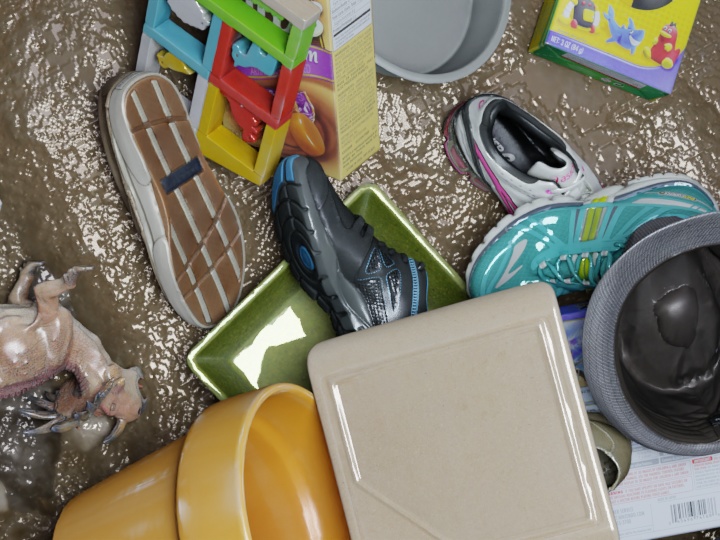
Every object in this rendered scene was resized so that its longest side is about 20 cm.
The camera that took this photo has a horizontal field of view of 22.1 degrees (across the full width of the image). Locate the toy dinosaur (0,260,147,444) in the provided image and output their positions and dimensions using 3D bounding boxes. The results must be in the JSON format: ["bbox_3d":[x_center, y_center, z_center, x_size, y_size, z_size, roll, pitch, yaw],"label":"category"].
[{"bbox_3d":[-0.255,0.063,1.339,0.199,0.086,0.137,-1,94,-7],"label":"toy dinosaur"}]

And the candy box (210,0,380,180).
[{"bbox_3d":[-0.050,-0.174,1.326,0.056,0.116,0.201,-40,140,-39],"label":"candy box"}]

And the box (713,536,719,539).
[{"bbox_3d":[0.315,0.253,1.420,0.199,0.142,0.079,-25,52,-13],"label":"box"}]

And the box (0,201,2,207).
[{"bbox_3d":[-0.375,-0.051,1.255,0.199,0.200,0.172,-36,97,-13],"label":"box"}]

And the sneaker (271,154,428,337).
[{"bbox_3d":[0.000,0.000,1.360,0.082,0.073,0.201,-29,103,-18],"label":"sneaker"}]

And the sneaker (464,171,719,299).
[{"bbox_3d":[0.173,-0.016,1.377,0.199,0.080,0.078,-20,123,4],"label":"sneaker"}]

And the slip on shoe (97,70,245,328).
[{"bbox_3d":[-0.147,-0.053,1.382,0.076,0.060,0.201,-34,114,-31],"label":"slip on shoe"}]

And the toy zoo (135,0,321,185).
[{"bbox_3d":[-0.104,-0.148,1.338,0.131,0.201,0.020,36,50,15],"label":"toy zoo"}]

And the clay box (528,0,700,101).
[{"bbox_3d":[0.221,-0.251,1.479,0.114,0.048,0.201,19,84,-12],"label":"clay box"}]

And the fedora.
[{"bbox_3d":[0.233,0.032,1.318,0.176,0.090,0.201,-24,118,-1],"label":"fedora"}]

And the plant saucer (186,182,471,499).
[{"bbox_3d":[0.000,0.071,1.411,0.200,0.048,0.200,-44,97,-11],"label":"plant saucer"}]

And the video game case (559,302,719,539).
[{"bbox_3d":[0.191,0.114,1.397,0.199,0.045,0.183,-9,98,-7],"label":"video game case"}]

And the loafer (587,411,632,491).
[{"bbox_3d":[0.102,0.131,1.330,0.199,0.067,0.077,-3,97,-3],"label":"loafer"}]

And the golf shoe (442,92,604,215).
[{"bbox_3d":[0.149,-0.057,1.431,0.200,0.092,0.073,41,79,-9],"label":"golf shoe"}]

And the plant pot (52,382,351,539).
[{"bbox_3d":[-0.108,0.199,1.299,0.182,0.200,0.201,-17,91,24],"label":"plant pot"}]

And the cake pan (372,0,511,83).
[{"bbox_3d":[0.030,-0.236,1.405,0.199,0.037,0.202,10,74,-36],"label":"cake pan"}]

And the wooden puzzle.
[{"bbox_3d":[0.071,0.125,1.290,0.184,0.037,0.201,-16,80,11],"label":"wooden puzzle"}]
